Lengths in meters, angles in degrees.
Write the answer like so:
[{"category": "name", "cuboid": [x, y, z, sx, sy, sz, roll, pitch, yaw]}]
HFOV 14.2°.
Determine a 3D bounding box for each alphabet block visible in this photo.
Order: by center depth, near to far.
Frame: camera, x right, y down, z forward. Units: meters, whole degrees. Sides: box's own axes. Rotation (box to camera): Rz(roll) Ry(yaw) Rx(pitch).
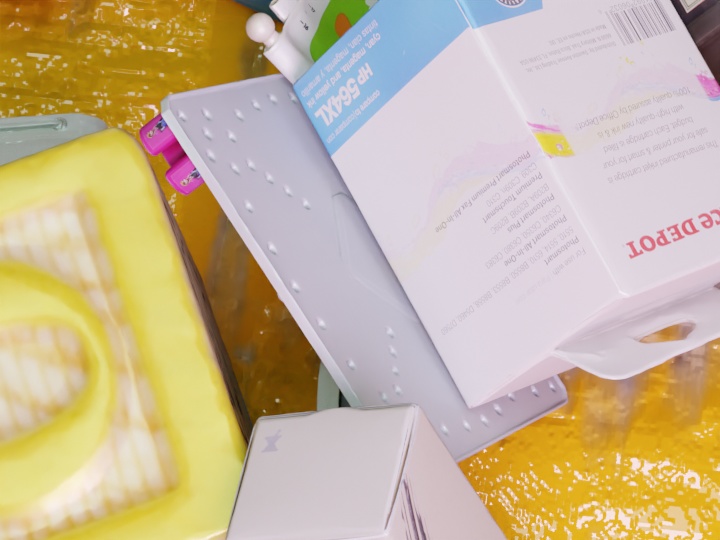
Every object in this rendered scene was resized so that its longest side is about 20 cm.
[{"category": "alphabet block", "cuboid": [-0.149, 0.079, 1.323, 0.195, 0.200, 0.197, -21, 73, -3]}]

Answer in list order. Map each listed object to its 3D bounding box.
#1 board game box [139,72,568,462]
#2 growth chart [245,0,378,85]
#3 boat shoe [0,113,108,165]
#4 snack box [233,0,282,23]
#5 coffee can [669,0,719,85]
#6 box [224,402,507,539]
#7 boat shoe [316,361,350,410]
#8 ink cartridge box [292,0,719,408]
[{"category": "board game box", "cuboid": [0.000, 0.000, 1.333, 0.026, 0.200, 0.200, -36, 83, 25]}, {"category": "growth chart", "cuboid": [0.013, -0.143, 1.412, 0.145, 0.018, 0.201, 36, 53, -28]}, {"category": "boat shoe", "cuboid": [-0.216, -0.056, 1.425, 0.201, 0.075, 0.086, -3, 61, 17]}, {"category": "snack box", "cuboid": [-0.027, -0.230, 1.489, 0.116, 0.037, 0.200, 25, 77, 13]}, {"category": "coffee can", "cuboid": [0.154, -0.191, 1.409, 0.146, 0.146, 0.200, -26, 73, -4]}, {"category": "box", "cuboid": [0.023, 0.143, 1.239, 0.082, 0.200, 0.069, -7, 49, 27]}, {"category": "boat shoe", "cuboid": [0.011, 0.129, 1.353, 0.062, 0.073, 0.201, -3, 59, 3]}, {"category": "ink cartridge box", "cuboid": [0.088, -0.041, 1.315, 0.128, 0.125, 0.200, -18, 76, -41]}]
